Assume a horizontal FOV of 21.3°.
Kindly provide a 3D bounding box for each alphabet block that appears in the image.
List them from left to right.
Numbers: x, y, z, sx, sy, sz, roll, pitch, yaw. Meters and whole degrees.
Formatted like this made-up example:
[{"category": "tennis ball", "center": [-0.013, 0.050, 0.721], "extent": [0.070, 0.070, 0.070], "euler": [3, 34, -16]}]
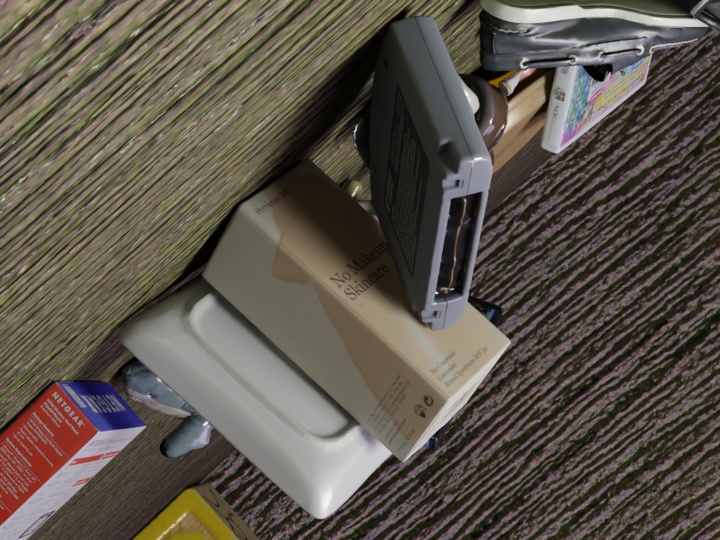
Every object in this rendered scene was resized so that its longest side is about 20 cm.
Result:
[{"category": "alphabet block", "center": [-0.289, 0.501, 3.316], "extent": [0.196, 0.195, 0.200], "euler": [-44, 175, 0]}]

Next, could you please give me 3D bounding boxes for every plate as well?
[{"category": "plate", "center": [-0.042, 0.057, 1.378], "extent": [0.199, 0.200, 0.032], "euler": [-38, 164, -45]}]

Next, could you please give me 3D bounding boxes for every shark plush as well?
[{"category": "shark plush", "center": [-0.094, 0.096, 1.554], "extent": [0.084, 0.197, 0.092], "euler": [97, -4, -56]}]

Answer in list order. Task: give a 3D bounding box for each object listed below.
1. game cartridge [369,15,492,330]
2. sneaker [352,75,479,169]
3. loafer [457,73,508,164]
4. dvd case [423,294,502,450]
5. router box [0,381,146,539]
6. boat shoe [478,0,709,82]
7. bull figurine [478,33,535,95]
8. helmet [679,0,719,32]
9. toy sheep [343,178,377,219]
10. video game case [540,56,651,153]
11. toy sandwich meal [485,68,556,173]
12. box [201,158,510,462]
[{"category": "game cartridge", "center": [0.042, -0.067, 1.250], "extent": [0.041, 0.134, 0.201], "euler": [-10, 149, -10]}, {"category": "sneaker", "center": [0.035, -0.101, 1.418], "extent": [0.084, 0.075, 0.200], "euler": [-38, 168, -5]}, {"category": "loafer", "center": [0.081, -0.109, 1.585], "extent": [0.070, 0.074, 0.200], "euler": [5, 166, -19]}, {"category": "dvd case", "center": [-0.005, 0.049, 1.478], "extent": [0.018, 0.198, 0.143], "euler": [94, 21, -48]}, {"category": "router box", "center": [-0.253, 0.160, 1.411], "extent": [0.179, 0.049, 0.200], "euler": [-43, 175, -1]}, {"category": "boat shoe", "center": [0.169, -0.170, 1.392], "extent": [0.198, 0.074, 0.067], "euler": [-6, 123, -33]}, {"category": "bull figurine", "center": [0.162, -0.214, 1.493], "extent": [0.121, 0.065, 0.200], "euler": [-37, 172, -18]}, {"category": "helmet", "center": [0.291, -0.262, 1.364], "extent": [0.200, 0.189, 0.201], "euler": [-49, -152, 37]}, {"category": "toy sheep", "center": [0.000, 0.000, 1.609], "extent": [0.138, 0.138, 0.200], "euler": [-41, -153, -15]}, {"category": "video game case", "center": [0.228, -0.221, 1.725], "extent": [0.200, 0.024, 0.184], "euler": [-38, 144, -50]}, {"category": "toy sandwich meal", "center": [0.112, -0.139, 1.748], "extent": [0.205, 0.070, 0.205], "euler": [-41, 172, -7]}, {"category": "box", "center": [-0.004, 0.026, 1.343], "extent": [0.095, 0.200, 0.078], "euler": [-39, 167, -47]}]
